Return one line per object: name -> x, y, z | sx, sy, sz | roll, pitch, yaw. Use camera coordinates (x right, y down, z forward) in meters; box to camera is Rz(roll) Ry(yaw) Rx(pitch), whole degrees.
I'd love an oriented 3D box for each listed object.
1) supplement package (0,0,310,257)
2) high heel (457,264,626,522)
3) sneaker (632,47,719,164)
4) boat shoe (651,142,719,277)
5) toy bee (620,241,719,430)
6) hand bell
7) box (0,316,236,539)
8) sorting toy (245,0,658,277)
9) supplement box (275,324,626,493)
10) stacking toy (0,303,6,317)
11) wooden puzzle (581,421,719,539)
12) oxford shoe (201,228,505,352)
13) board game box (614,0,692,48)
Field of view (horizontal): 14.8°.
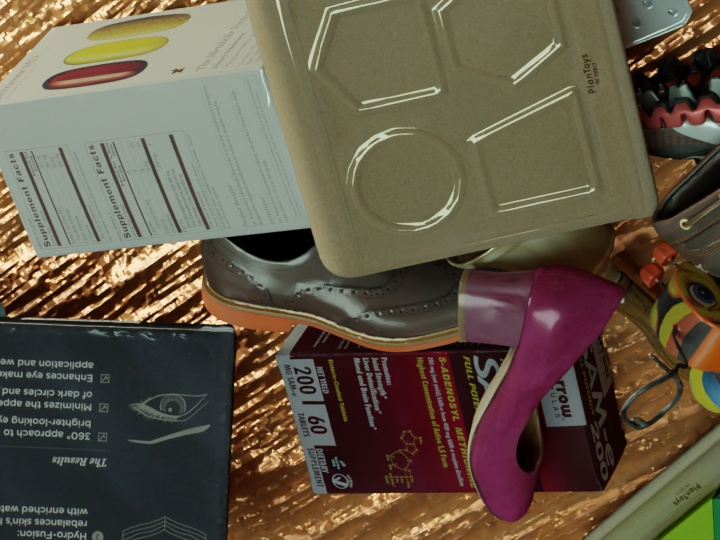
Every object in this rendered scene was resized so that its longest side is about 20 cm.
supplement package -> -0.110, -0.089, 1.685 | 0.200, 0.114, 0.110 | -6, 118, 26
high heel -> 0.113, 0.080, 1.640 | 0.096, 0.067, 0.200 | 4, 136, 15
sneaker -> 0.231, -0.077, 1.569 | 0.200, 0.071, 0.098 | -5, 115, 25
boat shoe -> 0.231, -0.072, 1.488 | 0.070, 0.070, 0.200 | 34, 123, -5
toy bee -> 0.217, 0.025, 1.603 | 0.131, 0.200, 0.109 | -44, 55, 21
hand bell -> 0.158, 0.013, 1.666 | 0.200, 0.104, 0.104 | 38, 128, -19
box -> -0.181, 0.129, 1.763 | 0.197, 0.117, 0.200 | 3, 89, -3
sorting toy -> 0.053, -0.096, 1.546 | 0.200, 0.036, 0.185 | -10, 117, 12
supplement box -> 0.057, 0.082, 1.751 | 0.200, 0.061, 0.109 | -3, 118, 24
stacking toy -> -0.245, 0.081, 1.879 | 0.085, 0.085, 0.200 | -22, 115, 33
wooden puzzle -> 0.261, 0.194, 1.746 | 0.200, 0.037, 0.185 | 41, 127, -5
oxford shoe -> 0.000, 0.000, 1.697 | 0.200, 0.071, 0.073 | 2, 135, 3
board game box -> 0.055, -0.186, 1.527 | 0.200, 0.026, 0.200 | -21, 123, 13
